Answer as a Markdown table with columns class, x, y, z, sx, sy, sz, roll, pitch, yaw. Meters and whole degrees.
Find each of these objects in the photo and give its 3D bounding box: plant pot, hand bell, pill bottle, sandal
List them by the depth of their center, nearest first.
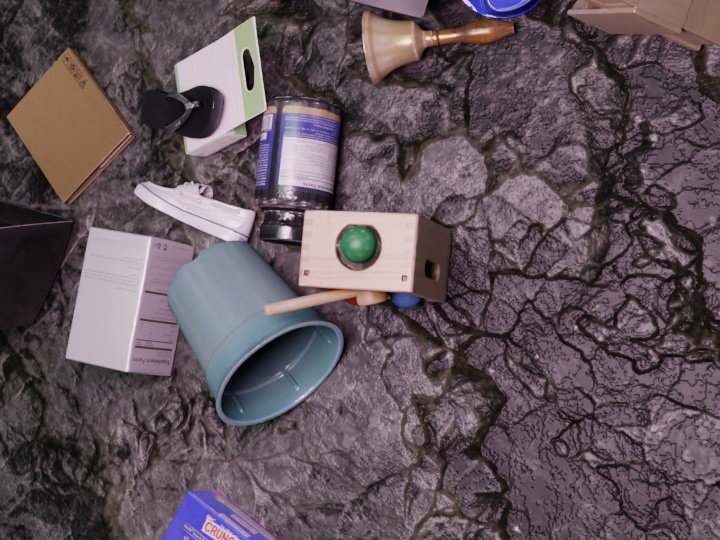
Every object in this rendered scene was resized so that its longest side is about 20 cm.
| class | x | y | z | sx | sy | sz | roll | pitch | yaw |
| --- | --- | --- | --- | --- | --- | --- | --- | --- | --- |
| hand bell | 0.110 | -0.318 | 1.708 | 0.200 | 0.104 | 0.104 | -6 | 81 | 14 |
| plant pot | -0.158 | 0.076 | 1.734 | 0.200 | 0.200 | 0.196 | -47 | 58 | 14 |
| pill bottle | -0.090 | -0.137 | 1.759 | 0.112 | 0.112 | 0.200 | 5 | 86 | 26 |
| sandal | -0.271 | -0.233 | 1.845 | 0.200 | 0.043 | 0.076 | 5 | 93 | 47 |
| plant pot | -0.594 | -0.007 | 1.957 | 0.199 | 0.200 | 0.178 | 15 | 104 | 26 |

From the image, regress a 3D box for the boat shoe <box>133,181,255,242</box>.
| class | x | y | z | sx | sy | sz | roll | pitch | yaw |
| --- | --- | --- | --- | --- | --- | --- | --- | --- | --- |
| boat shoe | -0.242 | -0.099 | 1.859 | 0.200 | 0.074 | 0.065 | 25 | 90 | 16 |

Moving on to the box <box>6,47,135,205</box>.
| class | x | y | z | sx | sy | sz | roll | pitch | yaw |
| --- | --- | --- | --- | --- | --- | --- | --- | --- | --- |
| box | -0.466 | -0.231 | 2.003 | 0.163 | 0.021 | 0.200 | -43 | 68 | 15 |

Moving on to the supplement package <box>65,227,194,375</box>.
| class | x | y | z | sx | sy | sz | roll | pitch | yaw |
| --- | --- | --- | --- | --- | --- | --- | --- | --- | --- |
| supplement package | -0.340 | 0.047 | 1.857 | 0.117 | 0.117 | 0.200 | 10 | 88 | 26 |

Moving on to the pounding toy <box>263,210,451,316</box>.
| class | x | y | z | sx | sy | sz | roll | pitch | yaw |
| --- | --- | --- | --- | --- | --- | --- | --- | --- | --- |
| pounding toy | 0.000 | 0.000 | 1.639 | 0.184 | 0.200 | 0.142 | 3 | 85 | 20 |

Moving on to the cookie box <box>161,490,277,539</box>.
| class | x | y | z | sx | sy | sz | roll | pitch | yaw |
| --- | --- | --- | --- | --- | --- | --- | --- | --- | --- |
| cookie box | -0.211 | 0.440 | 1.771 | 0.171 | 0.075 | 0.200 | 34 | 99 | 26 |

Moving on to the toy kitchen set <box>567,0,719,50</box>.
| class | x | y | z | sx | sy | sz | roll | pitch | yaw |
| --- | --- | --- | --- | --- | --- | --- | --- | --- | --- |
| toy kitchen set | 0.361 | -0.385 | 1.548 | 0.163 | 0.200 | 0.181 | 25 | 96 | 68 |

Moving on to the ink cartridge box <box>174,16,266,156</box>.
| class | x | y | z | sx | sy | sz | roll | pitch | yaw |
| --- | --- | --- | --- | --- | --- | --- | --- | --- | --- |
| ink cartridge box | -0.191 | -0.265 | 1.824 | 0.200 | 0.048 | 0.146 | -19 | 75 | 43 |

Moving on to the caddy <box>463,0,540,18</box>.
| class | x | y | z | sx | sy | sz | roll | pitch | yaw |
| --- | --- | --- | --- | --- | --- | --- | --- | --- | --- |
| caddy | 0.207 | -0.428 | 1.654 | 0.141 | 0.105 | 0.200 | 44 | 104 | 0 |

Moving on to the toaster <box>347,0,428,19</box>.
| class | x | y | z | sx | sy | sz | roll | pitch | yaw |
| --- | --- | --- | --- | --- | --- | --- | --- | --- | --- |
| toaster | 0.018 | -0.452 | 1.656 | 0.200 | 0.119 | 0.181 | 13 | 71 | -8 |
